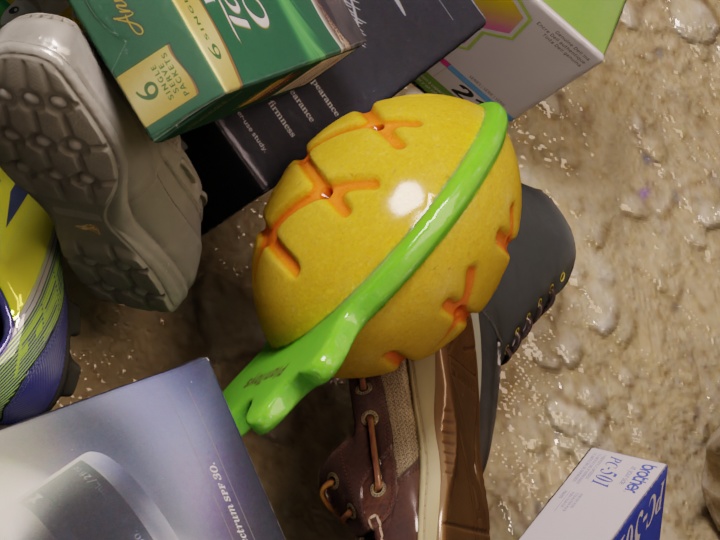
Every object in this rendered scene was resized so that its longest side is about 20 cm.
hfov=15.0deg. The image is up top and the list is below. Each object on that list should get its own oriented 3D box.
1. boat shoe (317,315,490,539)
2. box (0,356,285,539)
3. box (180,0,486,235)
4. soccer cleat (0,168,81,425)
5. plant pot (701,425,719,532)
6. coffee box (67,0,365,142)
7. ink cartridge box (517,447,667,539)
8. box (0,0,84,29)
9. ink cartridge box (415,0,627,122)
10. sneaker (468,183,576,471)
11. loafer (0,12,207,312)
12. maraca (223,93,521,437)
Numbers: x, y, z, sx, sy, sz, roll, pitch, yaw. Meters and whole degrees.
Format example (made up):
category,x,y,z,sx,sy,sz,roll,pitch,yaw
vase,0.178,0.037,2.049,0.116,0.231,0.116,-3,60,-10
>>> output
category,x,y,z,sx,sy,sz,roll,pitch,yaw
boat shoe,0.016,0.099,1.276,0.072,0.072,0.201,42,42,-62
box,-0.125,0.168,1.131,0.198,0.123,0.201,-19,82,-42
box,-0.058,-0.120,1.336,0.148,0.104,0.200,55,46,-3
soccer cleat,-0.170,-0.030,1.222,0.084,0.064,0.201,17,61,-52
plant pot,0.287,0.085,1.482,0.183,0.200,0.201,-40,97,-31
coffee box,-0.069,-0.128,1.175,0.123,0.044,0.200,60,20,0
ink cartridge box,0.094,0.168,1.297,0.200,0.044,0.095,-42,140,-59
box,-0.177,-0.165,1.153,0.117,0.048,0.200,54,-4,34
ink cartridge box,0.084,-0.176,1.413,0.148,0.200,0.076,39,50,-18
sneaker,0.065,0.031,1.387,0.106,0.075,0.201,19,62,-40
loafer,-0.111,-0.055,1.173,0.070,0.200,0.070,11,64,16
maraca,0.000,0.000,1.218,0.107,0.137,0.200,41,64,-8
